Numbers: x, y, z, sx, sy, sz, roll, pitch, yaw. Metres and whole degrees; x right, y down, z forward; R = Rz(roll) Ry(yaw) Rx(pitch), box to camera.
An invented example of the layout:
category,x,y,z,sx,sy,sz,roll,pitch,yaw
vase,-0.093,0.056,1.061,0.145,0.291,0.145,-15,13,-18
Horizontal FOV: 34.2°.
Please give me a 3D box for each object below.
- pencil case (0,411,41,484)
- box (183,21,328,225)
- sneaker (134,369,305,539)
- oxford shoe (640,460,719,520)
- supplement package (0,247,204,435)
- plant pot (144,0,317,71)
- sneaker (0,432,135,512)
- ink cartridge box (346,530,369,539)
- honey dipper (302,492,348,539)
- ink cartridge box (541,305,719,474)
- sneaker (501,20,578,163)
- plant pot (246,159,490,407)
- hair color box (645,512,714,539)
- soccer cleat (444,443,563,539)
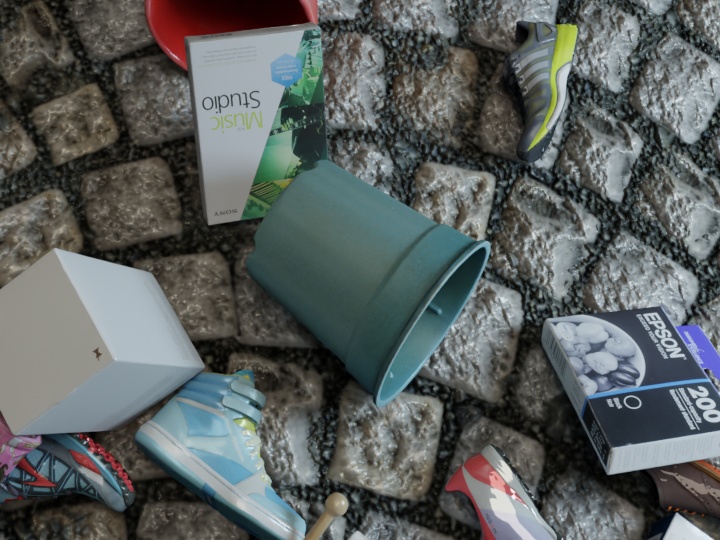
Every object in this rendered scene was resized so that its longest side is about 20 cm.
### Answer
category,x,y,z,sx,sy,sz,roll,pitch,yaw
pencil case,-0.382,0.184,1.071,0.200,0.086,0.083,-42,47,7
box,-0.108,-0.156,1.256,0.142,0.203,0.036,-10,25,-14
sneaker,-0.112,0.177,1.168,0.199,0.080,0.131,36,68,4
oxford shoe,0.354,0.236,1.245,0.200,0.071,0.073,41,84,14
supplement package,-0.256,0.071,1.101,0.120,0.200,0.121,-34,76,9
plant pot,-0.132,-0.338,1.318,0.197,0.201,0.180,12,56,-5
sneaker,-0.313,0.191,1.139,0.198,0.079,0.096,29,81,8
ink cartridge box,-0.032,0.330,1.055,0.084,0.200,0.145,40,67,7
honey dipper,-0.076,0.297,1.116,0.038,0.038,0.201,37,85,6
ink cartridge box,0.317,0.118,1.244,0.196,0.044,0.199,-5,40,-13
sneaker,0.203,-0.215,1.394,0.080,0.074,0.202,14,59,3
plant pot,0.000,0.000,1.206,0.195,0.201,0.201,36,66,13
hair color box,0.373,0.351,1.198,0.199,0.061,0.100,35,67,5
soccer cleat,0.165,0.278,1.194,0.073,0.068,0.201,-34,78,-2
